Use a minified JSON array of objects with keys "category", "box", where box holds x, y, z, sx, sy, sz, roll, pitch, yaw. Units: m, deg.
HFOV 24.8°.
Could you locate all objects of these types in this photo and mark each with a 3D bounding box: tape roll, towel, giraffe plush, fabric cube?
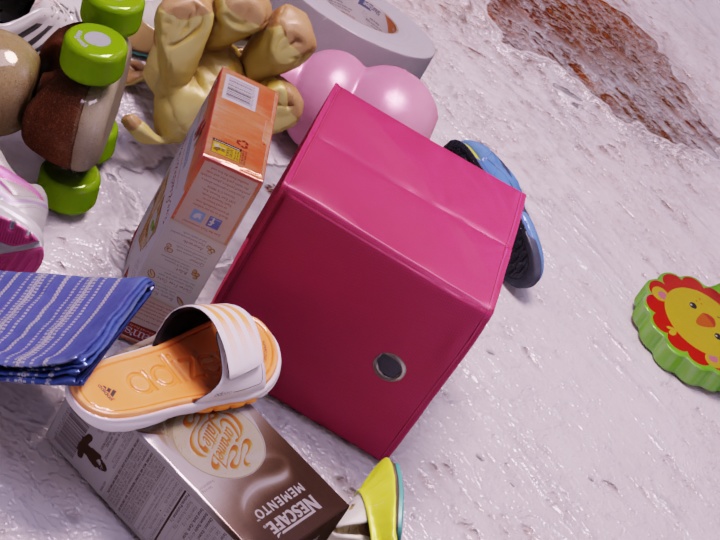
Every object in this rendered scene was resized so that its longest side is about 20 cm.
[{"category":"tape roll","box":[-0.018,-0.262,1.801,0.199,0.066,0.201,26,23,-12]},{"category":"towel","box":[-0.265,0.034,1.201,0.198,0.024,0.145,4,29,15]},{"category":"giraffe plush","box":[-0.150,-0.195,1.567,0.172,0.201,0.162,22,17,-26]},{"category":"fabric cube","box":[0.000,0.000,1.406,0.198,0.197,0.200,31,34,-6]}]

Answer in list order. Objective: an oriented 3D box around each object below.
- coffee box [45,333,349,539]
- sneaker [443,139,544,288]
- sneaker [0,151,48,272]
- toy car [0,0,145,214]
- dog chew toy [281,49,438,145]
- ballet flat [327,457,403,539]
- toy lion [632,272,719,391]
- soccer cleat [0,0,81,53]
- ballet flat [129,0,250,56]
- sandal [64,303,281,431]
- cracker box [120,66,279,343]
[{"category":"coffee box","box":[-0.121,0.149,1.220,0.200,0.080,0.114,44,35,14]},{"category":"sneaker","box":[0.156,-0.063,1.738,0.078,0.066,0.201,7,42,-40]},{"category":"sneaker","box":[-0.338,-0.070,1.319,0.199,0.081,0.088,34,31,-15]},{"category":"toy car","box":[-0.303,-0.168,1.409,0.198,0.165,0.158,15,36,-6]},{"category":"dog chew toy","box":[-0.023,-0.167,1.672,0.199,0.125,0.125,24,34,-1]},{"category":"ballet flat","box":[0.007,0.223,1.261,0.066,0.067,0.201,2,43,-9]},{"category":"toy lion","box":[0.395,0.079,1.778,0.191,0.069,0.200,-19,60,-42]},{"category":"soccer cleat","box":[-0.305,-0.238,1.542,0.069,0.085,0.199,46,35,18]},{"category":"ballet flat","box":[-0.176,-0.250,1.688,0.199,0.063,0.069,10,40,-32]},{"category":"sandal","box":[-0.123,0.064,1.199,0.079,0.059,0.206,45,35,19]},{"category":"cracker box","box":[-0.137,-0.048,1.344,0.057,0.201,0.134,23,35,-14]}]
